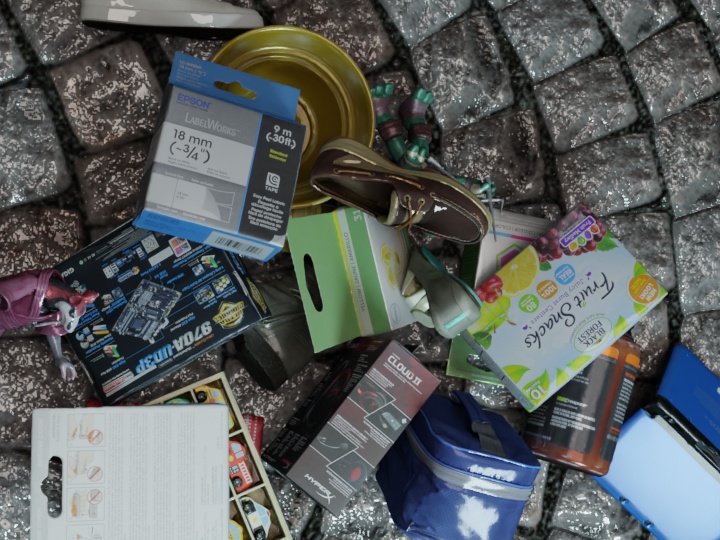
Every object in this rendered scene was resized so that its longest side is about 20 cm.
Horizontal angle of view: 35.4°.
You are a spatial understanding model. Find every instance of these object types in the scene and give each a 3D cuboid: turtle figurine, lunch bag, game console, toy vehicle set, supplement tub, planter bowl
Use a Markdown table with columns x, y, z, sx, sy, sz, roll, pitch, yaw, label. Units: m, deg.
| x | y | z | sx | sy | sz | roll | pitch | yaw | label |
| --- | --- | --- | --- | --- | --- | --- | --- | --- | --- |
| 0.073 | -0.112 | 1.264 | 0.101 | 0.150 | 0.200 | -32 | 68 | 24 | turtle figurine |
| 0.107 | 0.208 | 1.232 | 0.136 | 0.200 | 0.132 | 19 | 100 | -15 | lunch bag |
| 0.399 | 0.224 | 1.394 | 0.200 | 0.118 | 0.171 | 44 | 46 | -9 | game console |
| -0.169 | 0.224 | 1.220 | 0.124 | 0.027 | 0.200 | -23 | 91 | -18 | toy vehicle set |
| 0.264 | 0.132 | 1.318 | 0.107 | 0.107 | 0.200 | 20 | 82 | -13 | supplement tub |
| -0.089 | -0.163 | 1.255 | 0.200 | 0.083 | 0.201 | 1 | 86 | -14 | planter bowl |

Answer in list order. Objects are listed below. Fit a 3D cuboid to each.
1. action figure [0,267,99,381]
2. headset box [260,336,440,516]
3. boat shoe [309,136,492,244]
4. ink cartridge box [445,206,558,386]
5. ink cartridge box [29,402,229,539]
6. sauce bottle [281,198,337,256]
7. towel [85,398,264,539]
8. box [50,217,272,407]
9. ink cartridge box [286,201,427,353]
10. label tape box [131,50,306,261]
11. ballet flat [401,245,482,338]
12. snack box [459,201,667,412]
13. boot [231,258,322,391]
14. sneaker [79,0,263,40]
| x | y | z | sx | sy | sz | roll | pitch | yaw | label |
| --- | --- | --- | --- | --- | --- | --- | --- | --- | --- |
| -0.359 | 0.032 | 1.151 | 0.200 | 0.134 | 0.149 | -10 | 63 | 10 | action figure |
| -0.008 | 0.155 | 1.224 | 0.075 | 0.149 | 0.200 | 41 | 78 | -10 | headset box |
| 0.040 | -0.070 | 1.183 | 0.200 | 0.072 | 0.072 | 27 | 43 | -3 | boat shoe |
| 0.170 | 0.034 | 1.323 | 0.104 | 0.059 | 0.200 | 11 | 84 | -14 | ink cartridge box |
| -0.236 | 0.219 | 1.165 | 0.200 | 0.047 | 0.160 | 1 | 84 | -14 | ink cartridge box |
| -0.127 | -0.059 | 1.251 | 0.200 | 0.065 | 0.065 | 9 | 85 | -12 | sauce bottle |
| -0.211 | 0.220 | 1.233 | 0.200 | 0.022 | 0.145 | 8 | 83 | -16 | towel |
| -0.217 | 0.028 | 1.183 | 0.200 | 0.046 | 0.159 | -30 | 87 | 9 | box |
| 0.000 | 0.000 | 1.223 | 0.048 | 0.200 | 0.146 | -13 | 91 | 26 | ink cartridge box |
| -0.135 | -0.126 | 1.142 | 0.144 | 0.063 | 0.200 | 15 | 72 | -17 | label tape box |
| 0.075 | 0.022 | 1.219 | 0.064 | 0.200 | 0.067 | -40 | 107 | 1 | ballet flat |
| 0.218 | 0.040 | 1.257 | 0.200 | 0.053 | 0.142 | -39 | 79 | -11 | snack box |
| -0.106 | 0.024 | 1.261 | 0.131 | 0.068 | 0.200 | -38 | 96 | -26 | boot |
| -0.203 | -0.302 | 1.238 | 0.200 | 0.073 | 0.085 | 4 | 88 | -13 | sneaker |
